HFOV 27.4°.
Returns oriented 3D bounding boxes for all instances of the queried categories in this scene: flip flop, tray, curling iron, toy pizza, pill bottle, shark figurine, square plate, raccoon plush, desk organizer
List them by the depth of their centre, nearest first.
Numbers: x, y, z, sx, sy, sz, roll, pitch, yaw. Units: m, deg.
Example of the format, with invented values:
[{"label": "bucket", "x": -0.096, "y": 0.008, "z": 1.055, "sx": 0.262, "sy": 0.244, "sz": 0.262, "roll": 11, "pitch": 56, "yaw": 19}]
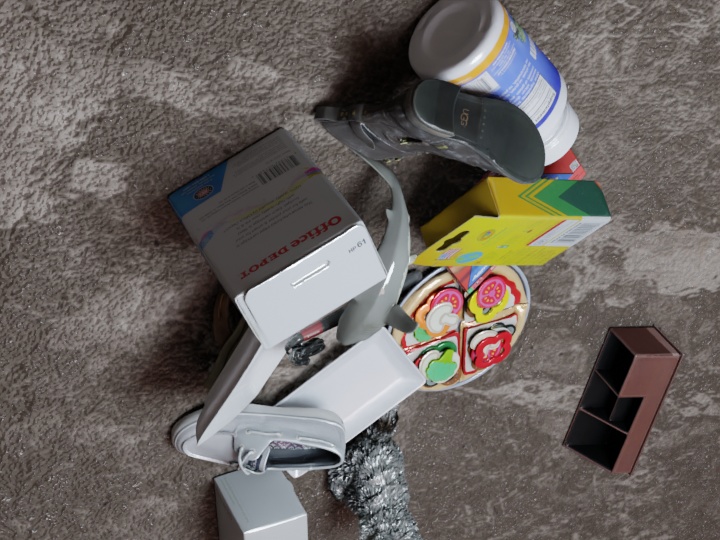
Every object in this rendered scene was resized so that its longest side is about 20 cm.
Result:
[{"label": "pill bottle", "x": 0.148, "y": -0.195, "z": 1.553, "sx": 0.112, "sy": 0.112, "sz": 0.200, "roll": -45, "pitch": 133, "yaw": 6}, {"label": "shark figurine", "x": 0.010, "y": -0.015, "z": 1.563, "sx": 0.089, "sy": 0.128, "sz": 0.215, "roll": 7, "pitch": 99, "yaw": -32}, {"label": "square plate", "x": -0.103, "y": 0.080, "z": 1.591, "sx": 0.198, "sy": 0.028, "sz": 0.200, "roll": -57, "pitch": 174, "yaw": 17}, {"label": "flip flop", "x": -0.134, "y": 0.049, "z": 1.601, "sx": 0.200, "sy": 0.058, "sz": 0.081, "roll": -60, "pitch": 173, "yaw": 34}, {"label": "curling iron", "x": -0.009, "y": 0.048, "z": 1.673, "sx": 0.200, "sy": 0.026, "sz": 0.050, "roll": -34, "pitch": 157, "yaw": -27}, {"label": "tray", "x": -0.029, "y": 0.153, "z": 1.748, "sx": 0.200, "sy": 0.022, "sz": 0.107, "roll": -37, "pitch": 124, "yaw": 2}, {"label": "toy pizza", "x": 0.122, "y": 0.070, "z": 1.779, "sx": 0.200, "sy": 0.032, "sz": 0.201, "roll": -16, "pitch": 130, "yaw": -20}, {"label": "raccoon plush", "x": 0.027, "y": 0.257, "z": 1.789, "sx": 0.097, "sy": 0.134, "sz": 0.200, "roll": -15, "pitch": 128, "yaw": -20}, {"label": "desk organizer", "x": 0.346, "y": 0.174, "z": 1.959, "sx": 0.077, "sy": 0.072, "sz": 0.200, "roll": 1, "pitch": 121, "yaw": -28}]

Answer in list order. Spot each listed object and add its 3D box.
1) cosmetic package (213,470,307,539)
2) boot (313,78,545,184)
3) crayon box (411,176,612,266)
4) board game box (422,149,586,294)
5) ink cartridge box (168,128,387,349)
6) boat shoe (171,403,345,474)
[{"label": "cosmetic package", "x": -0.117, "y": 0.343, "z": 1.788, "sx": 0.085, "sy": 0.108, "sz": 0.200, "roll": -16, "pitch": 127, "yaw": -19}, {"label": "boot", "x": 0.073, "y": -0.138, "z": 1.522, "sx": 0.200, "sy": 0.174, "sz": 0.069, "roll": 26, "pitch": 72, "yaw": -28}, {"label": "crayon box", "x": 0.158, "y": -0.052, "z": 1.607, "sx": 0.200, "sy": 0.051, "sz": 0.127, "roll": -1, "pitch": 156, "yaw": -38}, {"label": "board game box", "x": 0.167, "y": -0.075, "z": 1.694, "sx": 0.200, "sy": 0.019, "sz": 0.103, "roll": -46, "pitch": 132, "yaw": -5}, {"label": "ink cartridge box", "x": -0.084, "y": -0.034, "z": 1.473, "sx": 0.144, "sy": 0.200, "sz": 0.085, "roll": -31, "pitch": 131, "yaw": -6}, {"label": "boat shoe", "x": -0.115, "y": 0.201, "z": 1.687, "sx": 0.199, "sy": 0.069, "sz": 0.072, "roll": 5, "pitch": 127, "yaw": -12}]
